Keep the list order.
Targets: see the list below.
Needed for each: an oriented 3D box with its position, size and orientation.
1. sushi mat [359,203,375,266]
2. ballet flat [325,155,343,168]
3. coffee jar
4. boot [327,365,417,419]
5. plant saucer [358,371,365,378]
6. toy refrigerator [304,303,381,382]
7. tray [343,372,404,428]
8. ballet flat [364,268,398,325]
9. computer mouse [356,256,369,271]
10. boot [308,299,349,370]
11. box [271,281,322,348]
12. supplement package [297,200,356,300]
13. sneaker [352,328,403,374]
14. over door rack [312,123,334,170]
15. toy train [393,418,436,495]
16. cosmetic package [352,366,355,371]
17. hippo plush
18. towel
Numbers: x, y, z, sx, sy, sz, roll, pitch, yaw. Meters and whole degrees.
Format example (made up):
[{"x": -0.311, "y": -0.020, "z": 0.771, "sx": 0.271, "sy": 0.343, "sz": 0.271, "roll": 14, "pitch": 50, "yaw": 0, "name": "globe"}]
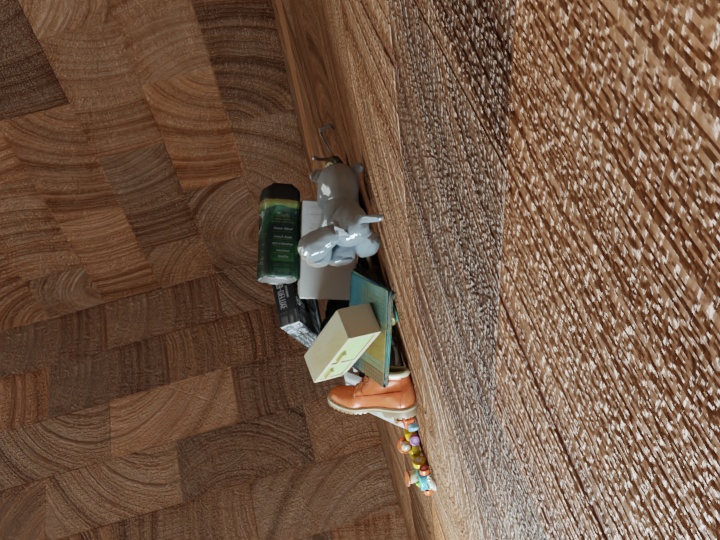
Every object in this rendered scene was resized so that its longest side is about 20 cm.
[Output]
[{"x": 0.001, "y": -0.111, "z": 1.667, "sx": 0.096, "sy": 0.012, "sz": 0.203, "roll": -132, "pitch": 28, "yaw": -80, "name": "sushi mat"}, {"x": -0.058, "y": -0.162, "z": 1.741, "sx": 0.067, "sy": 0.046, "sz": 0.203, "roll": 33, "pitch": 135, "yaw": 43, "name": "ballet flat"}, {"x": -0.170, "y": -0.077, "z": 1.589, "sx": 0.104, "sy": 0.084, "sz": 0.203, "roll": 154, "pitch": 118, "yaw": -73, "name": "coffee jar"}, {"x": 0.019, "y": 0.238, "z": 1.566, "sx": 0.075, "sy": 0.197, "sz": 0.109, "roll": -38, "pitch": -57, "yaw": -61, "name": "boot"}, {"x": 0.033, "y": 0.248, "z": 1.993, "sx": 0.200, "sy": 0.032, "sz": 0.204, "roll": -3, "pitch": -90, "yaw": -75, "name": "plant saucer"}, {"x": -0.038, "y": 0.148, "z": 1.505, "sx": 0.200, "sy": 0.075, "sz": 0.071, "roll": -53, "pitch": 54, "yaw": 50, "name": "toy refrigerator"}, {"x": 0.034, "y": 0.322, "z": 1.875, "sx": 0.198, "sy": 0.022, "sz": 0.109, "roll": 17, "pitch": 131, "yaw": 40, "name": "tray"}, {"x": 0.026, "y": 0.059, "z": 1.560, "sx": 0.201, "sy": 0.070, "sz": 0.072, "roll": -113, "pitch": 9, "yaw": -61, "name": "ballet flat"}, {"x": 0.000, "y": 0.000, "z": 1.791, "sx": 0.141, "sy": 0.045, "sz": 0.202, "roll": -100, "pitch": -5, "yaw": -66, "name": "computer mouse"}, {"x": -0.065, "y": 0.151, "z": 1.716, "sx": 0.166, "sy": 0.065, "sz": 0.202, "roll": 94, "pitch": -173, "yaw": -53, "name": "boot"}, {"x": -0.143, "y": 0.077, "z": 1.742, "sx": 0.200, "sy": 0.049, "sz": 0.160, "roll": 53, "pitch": -159, "yaw": -65, "name": "box"}, {"x": -0.071, "y": -0.044, "z": 1.614, "sx": 0.120, "sy": 0.119, "sz": 0.203, "roll": -154, "pitch": 67, "yaw": -82, "name": "supplement package"}, {"x": 0.014, "y": 0.141, "z": 1.630, "sx": 0.076, "sy": 0.114, "sz": 0.202, "roll": 75, "pitch": 178, "yaw": -65, "name": "sneaker"}, {"x": -0.074, "y": -0.240, "z": 1.865, "sx": 0.201, "sy": 0.066, "sz": 0.150, "roll": 85, "pitch": 169, "yaw": -67, "name": "over door rack"}, {"x": 0.109, "y": 0.391, "z": 1.661, "sx": 0.151, "sy": 0.055, "sz": 0.202, "roll": 84, "pitch": 171, "yaw": -66, "name": "toy train"}, {"x": 0.022, "y": 0.172, "z": 1.769, "sx": 0.200, "sy": 0.100, "sz": 0.072, "roll": 90, "pitch": 165, "yaw": -72, "name": "cosmetic package"}, {"x": -0.054, "y": -0.110, "z": 1.406, "sx": 0.200, "sy": 0.157, "sz": 0.163, "roll": 86, "pitch": 168, "yaw": -72, "name": "hippo plush"}, {"x": 0.019, "y": 0.110, "z": 1.494, "sx": 0.146, "sy": 0.021, "sz": 0.203, "roll": 31, "pitch": 124, "yaw": 53, "name": "towel"}]
